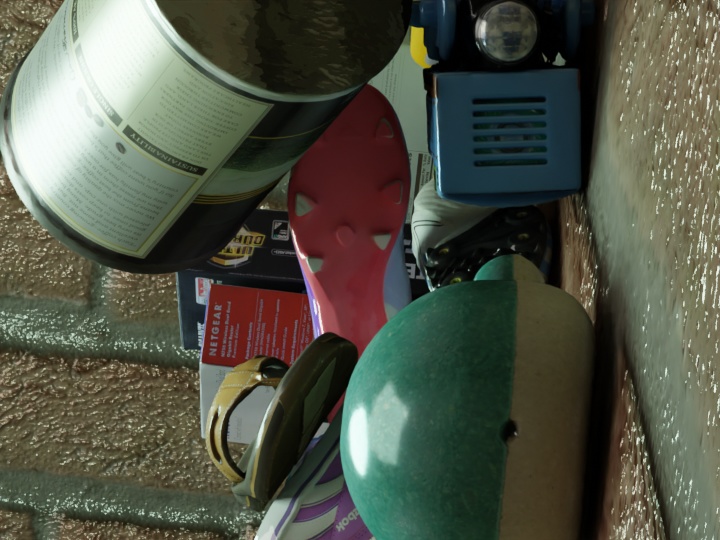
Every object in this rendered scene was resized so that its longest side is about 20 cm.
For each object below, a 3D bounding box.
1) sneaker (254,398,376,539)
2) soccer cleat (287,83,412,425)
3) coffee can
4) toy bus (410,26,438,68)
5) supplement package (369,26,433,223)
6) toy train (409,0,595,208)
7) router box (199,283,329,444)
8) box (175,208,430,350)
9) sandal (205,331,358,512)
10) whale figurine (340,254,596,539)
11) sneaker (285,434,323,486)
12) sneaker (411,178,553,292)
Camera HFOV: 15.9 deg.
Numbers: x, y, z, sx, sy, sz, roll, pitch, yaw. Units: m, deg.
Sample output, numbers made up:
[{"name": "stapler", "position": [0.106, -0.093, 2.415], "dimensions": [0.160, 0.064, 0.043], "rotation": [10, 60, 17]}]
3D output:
[{"name": "sneaker", "position": [0.018, 0.132, 1.275], "dimensions": [0.114, 0.072, 0.202], "rotation": [28, 93, 44]}, {"name": "soccer cleat", "position": [0.000, 0.000, 1.371], "dimensions": [0.076, 0.066, 0.202], "rotation": [-67, -30, -84]}, {"name": "coffee can", "position": [-0.081, -0.105, 1.284], "dimensions": [0.200, 0.145, 0.147], "rotation": [136, 145, -54]}, {"name": "toy bus", "position": [0.073, -0.176, 1.356], "dimensions": [0.200, 0.078, 0.066], "rotation": [99, 176, -67]}, {"name": "supplement package", "position": [0.039, -0.079, 1.726], "dimensions": [0.156, 0.110, 0.202], "rotation": [-88, 5, -67]}, {"name": "toy train", "position": [0.066, -0.092, 1.263], "dimensions": [0.200, 0.086, 0.115], "rotation": [-103, 13, -85]}, {"name": "router box", "position": [-0.005, 0.066, 1.535], "dimensions": [0.200, 0.178, 0.049], "rotation": [99, 177, -74]}, {"name": "box", "position": [-0.011, 0.016, 1.542], "dimensions": [0.200, 0.197, 0.050], "rotation": [103, 171, -73]}, {"name": "sandal", "position": [-0.048, 0.073, 1.307], "dimensions": [0.082, 0.054, 0.200], "rotation": [-56, 0, -13]}, {"name": "whale figurine", "position": [0.042, 0.071, 1.105], "dimensions": [0.200, 0.103, 0.161], "rotation": [113, 162, -86]}, {"name": "sneaker", "position": [0.019, 0.175, 1.360], "dimensions": [0.076, 0.081, 0.201], "rotation": [12, -126, -50]}, {"name": "sneaker", "position": [0.068, 0.000, 1.349], "dimensions": [0.200, 0.071, 0.073], "rotation": [-102, -9, -74]}]
